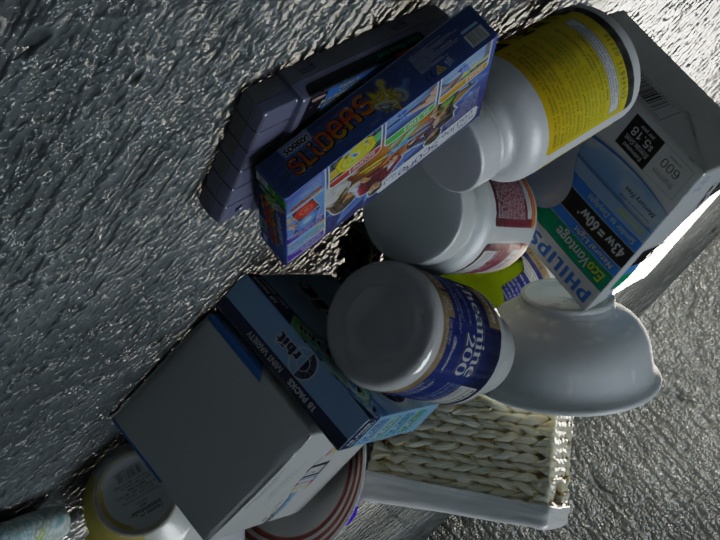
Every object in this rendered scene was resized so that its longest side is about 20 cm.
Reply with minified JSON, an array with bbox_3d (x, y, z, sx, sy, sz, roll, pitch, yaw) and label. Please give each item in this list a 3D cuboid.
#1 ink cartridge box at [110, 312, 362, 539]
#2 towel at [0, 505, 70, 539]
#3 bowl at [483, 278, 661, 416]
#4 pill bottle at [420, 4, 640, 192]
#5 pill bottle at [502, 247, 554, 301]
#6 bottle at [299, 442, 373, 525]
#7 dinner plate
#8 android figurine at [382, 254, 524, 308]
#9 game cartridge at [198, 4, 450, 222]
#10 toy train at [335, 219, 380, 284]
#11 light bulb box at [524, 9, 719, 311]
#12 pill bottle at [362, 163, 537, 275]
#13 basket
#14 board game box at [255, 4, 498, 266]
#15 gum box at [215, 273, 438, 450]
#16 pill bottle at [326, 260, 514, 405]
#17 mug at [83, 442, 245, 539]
[{"bbox_3d":[-0.096,0.136,1.395,0.145,0.147,0.200,-46,165,15],"label":"ink cartridge box"},{"bbox_3d":[-0.368,0.297,1.355,0.200,0.048,0.171,-49,167,24],"label":"towel"},{"bbox_3d":[0.206,0.065,1.519,0.200,0.200,0.091,-23,120,-51],"label":"bowl"},{"bbox_3d":[0.139,-0.143,1.281,0.199,0.111,0.112,-32,162,-35],"label":"pill bottle"},{"bbox_3d":[0.116,0.045,1.680,0.199,0.116,0.116,-34,164,-25],"label":"pill bottle"},{"bbox_3d":[-0.021,0.157,1.549,0.065,0.083,0.202,20,84,-61],"label":"bottle"},{"bbox_3d":[-0.072,0.195,1.520,0.200,0.201,0.024,-46,148,17],"label":"dinner plate"},{"bbox_3d":[0.090,0.006,1.555,0.199,0.041,0.184,-29,121,-35],"label":"android figurine"},{"bbox_3d":[-0.022,-0.116,1.104,0.199,0.038,0.130,-31,165,-37],"label":"game cartridge"},{"bbox_3d":[0.000,0.000,1.480,0.046,0.034,0.200,-41,166,-16],"label":"toy train"},{"bbox_3d":[0.238,-0.107,1.466,0.124,0.199,0.201,-21,154,-47],"label":"light bulb box"},{"bbox_3d":[0.082,-0.053,1.383,0.114,0.114,0.200,-46,164,16],"label":"pill bottle"},{"bbox_3d":[0.115,0.187,1.538,0.135,0.198,0.125,22,75,-72],"label":"basket"},{"bbox_3d":[0.011,-0.096,1.111,0.199,0.035,0.136,-38,166,-14],"label":"board game box"},{"bbox_3d":[-0.024,0.077,1.370,0.045,0.170,0.200,-45,164,15],"label":"gum box"},{"bbox_3d":[0.063,0.061,1.344,0.111,0.111,0.199,-45,153,15],"label":"pill bottle"},{"bbox_3d":[-0.201,0.250,1.438,0.153,0.148,0.188,75,30,-65],"label":"mug"}]
